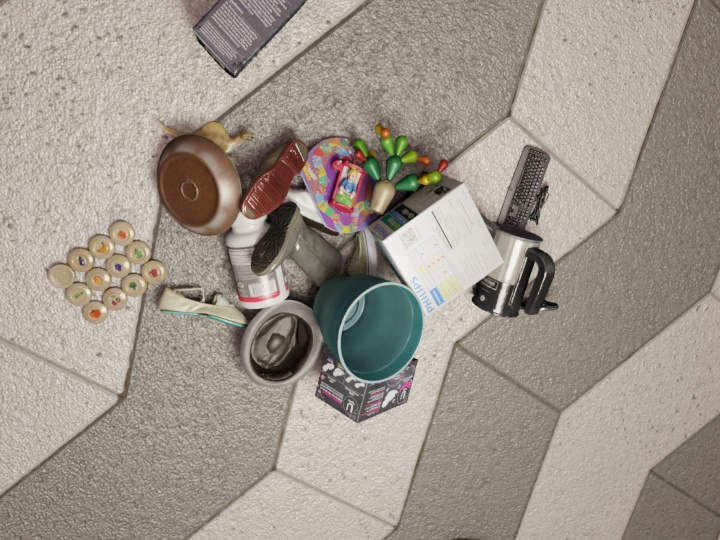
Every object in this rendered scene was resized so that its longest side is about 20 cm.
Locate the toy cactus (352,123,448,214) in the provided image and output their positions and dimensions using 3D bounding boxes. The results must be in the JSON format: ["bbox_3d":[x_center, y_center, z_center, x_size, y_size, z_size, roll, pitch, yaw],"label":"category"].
[{"bbox_3d":[0.065,-0.196,1.152,0.197,0.102,0.168,23,87,-3],"label":"toy cactus"}]

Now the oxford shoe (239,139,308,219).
[{"bbox_3d":[-0.182,-0.179,1.140,0.201,0.074,0.071,-55,131,-26],"label":"oxford shoe"}]

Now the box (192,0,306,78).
[{"bbox_3d":[-0.202,-0.465,1.048,0.200,0.148,0.104,-46,110,1],"label":"box"}]

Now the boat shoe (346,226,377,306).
[{"bbox_3d":[0.000,0.000,1.270,0.061,0.072,0.204,-6,109,-14],"label":"boat shoe"}]

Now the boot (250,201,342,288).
[{"bbox_3d":[-0.124,-0.018,1.176,0.184,0.072,0.201,-61,144,-23],"label":"boot"}]

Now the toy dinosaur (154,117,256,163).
[{"bbox_3d":[-0.309,-0.249,1.143,0.196,0.058,0.103,3,89,-9],"label":"toy dinosaur"}]

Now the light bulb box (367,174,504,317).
[{"bbox_3d":[0.153,-0.053,1.171,0.198,0.125,0.200,-34,111,-3],"label":"light bulb box"}]

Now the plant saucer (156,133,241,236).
[{"bbox_3d":[-0.324,-0.159,1.108,0.197,0.037,0.204,8,114,19],"label":"plant saucer"}]

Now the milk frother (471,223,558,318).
[{"bbox_3d":[0.385,0.007,1.338,0.198,0.179,0.191,-11,121,-53],"label":"milk frother"}]

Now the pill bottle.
[{"bbox_3d":[-0.218,-0.033,1.186,0.109,0.111,0.204,-12,108,-10],"label":"pill bottle"}]

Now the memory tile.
[{"bbox_3d":[-0.519,0.006,1.173,0.198,0.017,0.154,-35,110,-2],"label":"memory tile"}]

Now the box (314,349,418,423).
[{"bbox_3d":[0.015,0.239,1.265,0.198,0.131,0.117,-2,111,-54],"label":"box"}]

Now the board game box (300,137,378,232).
[{"bbox_3d":[-0.029,-0.181,1.186,0.156,0.039,0.203,-28,96,-25],"label":"board game box"}]

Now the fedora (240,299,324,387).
[{"bbox_3d":[-0.177,0.155,1.259,0.175,0.090,0.203,27,91,-20],"label":"fedora"}]

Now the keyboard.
[{"bbox_3d":[0.399,-0.180,1.335,0.102,0.040,0.204,14,103,-16],"label":"keyboard"}]

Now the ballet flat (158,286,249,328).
[{"bbox_3d":[-0.329,0.074,1.219,0.196,0.070,0.071,13,102,-16],"label":"ballet flat"}]

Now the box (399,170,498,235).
[{"bbox_3d":[0.178,-0.094,1.279,0.199,0.086,0.165,34,96,-20],"label":"box"}]

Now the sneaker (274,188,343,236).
[{"bbox_3d":[-0.121,-0.149,1.211,0.197,0.073,0.086,24,72,-15],"label":"sneaker"}]

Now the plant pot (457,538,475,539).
[{"bbox_3d":[0.296,0.834,1.531,0.196,0.200,0.178,10,87,-16],"label":"plant pot"}]

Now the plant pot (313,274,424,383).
[{"bbox_3d":[-0.002,0.096,1.165,0.197,0.187,0.204,-10,110,-29],"label":"plant pot"}]
